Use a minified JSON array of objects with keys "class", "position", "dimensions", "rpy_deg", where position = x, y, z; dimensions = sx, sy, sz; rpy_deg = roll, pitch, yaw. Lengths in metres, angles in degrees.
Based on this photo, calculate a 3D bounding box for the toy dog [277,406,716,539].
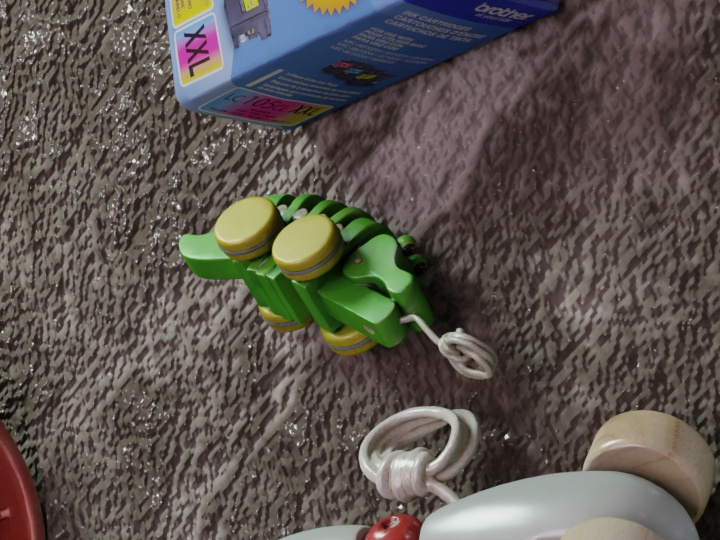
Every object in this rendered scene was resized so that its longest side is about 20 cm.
[{"class":"toy dog","position":[0.061,0.126,0.961],"dimensions":[0.200,0.132,0.096],"rpy_deg":[-2,123,50]}]

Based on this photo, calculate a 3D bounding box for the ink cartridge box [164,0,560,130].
[{"class":"ink cartridge box","position":[0.004,-0.157,1.055],"dimensions":[0.200,0.076,0.137],"rpy_deg":[-20,72,41]}]

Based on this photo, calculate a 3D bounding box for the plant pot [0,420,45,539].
[{"class":"plant pot","position":[-0.294,0.153,1.257],"dimensions":[0.195,0.200,0.201],"rpy_deg":[-23,70,50]}]

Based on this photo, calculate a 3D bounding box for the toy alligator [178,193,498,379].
[{"class":"toy alligator","position":[0.000,0.000,1.062],"dimensions":[0.200,0.059,0.054],"rpy_deg":[18,59,45]}]

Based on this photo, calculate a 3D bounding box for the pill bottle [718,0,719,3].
[{"class":"pill bottle","position":[0.170,-0.129,0.855],"dimensions":[0.116,0.116,0.200],"rpy_deg":[-42,58,35]}]
